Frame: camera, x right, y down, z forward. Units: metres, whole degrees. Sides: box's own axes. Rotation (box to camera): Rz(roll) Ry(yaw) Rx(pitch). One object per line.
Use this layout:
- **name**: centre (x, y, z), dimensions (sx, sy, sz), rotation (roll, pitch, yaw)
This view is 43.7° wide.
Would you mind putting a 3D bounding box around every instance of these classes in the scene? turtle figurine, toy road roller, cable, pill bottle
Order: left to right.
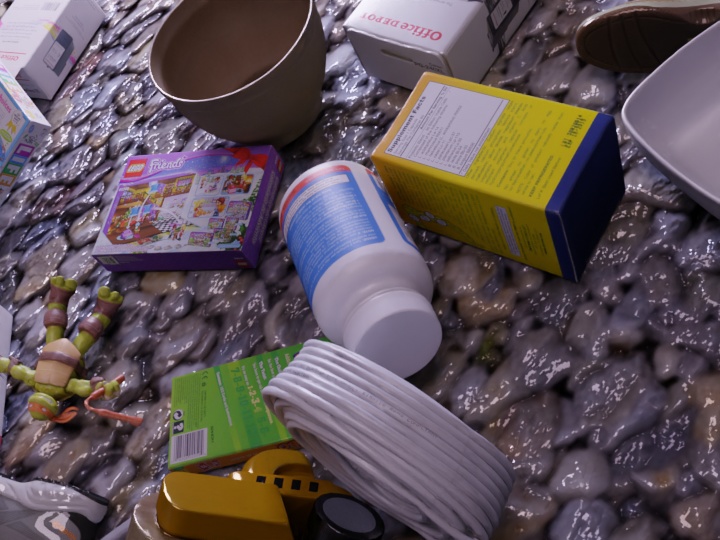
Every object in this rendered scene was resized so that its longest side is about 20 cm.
- **turtle figurine**: centre (-0.300, 0.093, 0.931), dimensions (0.196, 0.065, 0.163), rotation (8, 57, 7)
- **toy road roller**: centre (-0.088, 0.207, 0.690), dimensions (0.125, 0.197, 0.146), rotation (-71, 24, 15)
- **pill bottle**: centre (0.000, 0.000, 0.813), dimensions (0.111, 0.113, 0.201), rotation (-29, 44, 4)
- **cable**: centre (0.021, 0.130, 0.674), dimensions (0.070, 0.200, 0.199), rotation (-53, 31, -17)

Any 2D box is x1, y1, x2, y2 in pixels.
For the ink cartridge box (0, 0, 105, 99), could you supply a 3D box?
- **ink cartridge box**: centre (-0.462, -0.310, 1.265), dimensions (0.115, 0.068, 0.202), rotation (11, 64, 30)

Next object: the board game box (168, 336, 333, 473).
- **board game box**: centre (-0.086, 0.123, 0.838), dimensions (0.197, 0.030, 0.097), rotation (-17, 53, 15)

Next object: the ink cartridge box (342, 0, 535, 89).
- **ink cartridge box**: centre (0.097, -0.296, 0.995), dimensions (0.144, 0.084, 0.201), rotation (25, 72, 34)

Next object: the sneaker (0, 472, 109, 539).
- **sneaker**: centre (-0.334, 0.235, 0.848), dimensions (0.197, 0.074, 0.081), rotation (2, 64, 25)

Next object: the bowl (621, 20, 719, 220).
- **bowl**: centre (0.351, -0.122, 0.774), dimensions (0.199, 0.075, 0.200), rotation (-37, 51, -3)

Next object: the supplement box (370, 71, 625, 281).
- **supplement box**: centre (0.127, -0.090, 0.830), dimensions (0.198, 0.110, 0.110), rotation (22, 69, 33)

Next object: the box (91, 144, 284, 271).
- **box**: centre (-0.191, -0.068, 1.003), dimensions (0.196, 0.039, 0.139), rotation (-1, 59, 24)

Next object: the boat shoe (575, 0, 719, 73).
- **boat shoe**: centre (0.312, -0.245, 0.885), dimensions (0.196, 0.072, 0.077), rotation (-1, 43, 15)

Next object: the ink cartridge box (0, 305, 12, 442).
- **ink cartridge box**: centre (-0.460, 0.133, 0.963), dimensions (0.144, 0.083, 0.203), rotation (-18, 54, 12)

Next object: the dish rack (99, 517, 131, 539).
- **dish rack**: centre (-0.208, 0.316, 0.729), dimensions (0.171, 0.044, 0.201), rotation (-37, 38, 6)

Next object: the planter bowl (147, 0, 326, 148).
- **planter bowl**: centre (-0.120, -0.223, 1.012), dimensions (0.197, 0.135, 0.203), rotation (-11, 55, 16)

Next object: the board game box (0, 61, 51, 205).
- **board game box**: centre (-0.494, -0.198, 1.168), dimensions (0.135, 0.034, 0.200), rotation (-50, 64, 16)
